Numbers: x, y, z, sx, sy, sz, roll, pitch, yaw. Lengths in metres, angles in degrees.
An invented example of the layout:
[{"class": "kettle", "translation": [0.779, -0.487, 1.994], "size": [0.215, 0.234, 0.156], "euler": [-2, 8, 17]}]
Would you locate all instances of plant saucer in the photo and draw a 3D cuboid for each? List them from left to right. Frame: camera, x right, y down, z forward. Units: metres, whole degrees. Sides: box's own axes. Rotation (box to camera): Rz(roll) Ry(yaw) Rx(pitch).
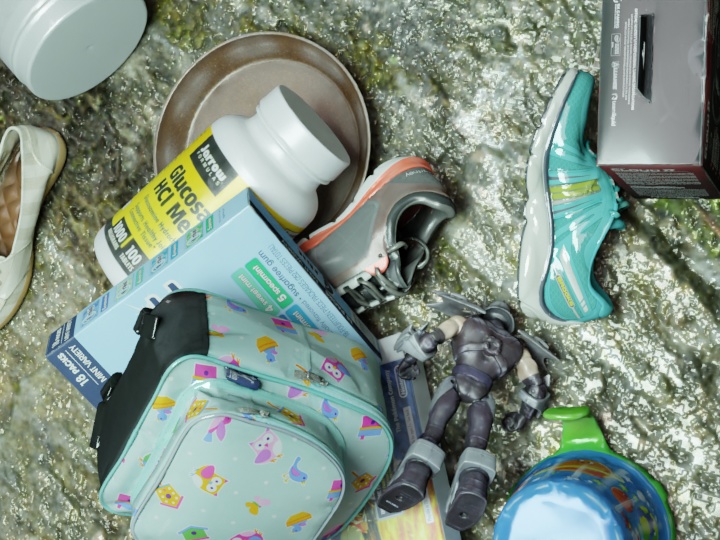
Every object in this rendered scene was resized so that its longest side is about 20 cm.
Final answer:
[{"class": "plant saucer", "translation": [-0.081, -0.102, 1.272], "size": [0.200, 0.034, 0.201], "euler": [-1, 86, 19]}]

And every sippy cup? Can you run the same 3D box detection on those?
[{"class": "sippy cup", "translation": [0.159, 0.201, 1.110], "size": [0.140, 0.130, 0.178], "euler": [-40, 75, 13]}]

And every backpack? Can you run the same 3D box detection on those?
[{"class": "backpack", "translation": [-0.076, 0.123, 1.089], "size": [0.176, 0.200, 0.153], "euler": [-60, 33, 29]}]

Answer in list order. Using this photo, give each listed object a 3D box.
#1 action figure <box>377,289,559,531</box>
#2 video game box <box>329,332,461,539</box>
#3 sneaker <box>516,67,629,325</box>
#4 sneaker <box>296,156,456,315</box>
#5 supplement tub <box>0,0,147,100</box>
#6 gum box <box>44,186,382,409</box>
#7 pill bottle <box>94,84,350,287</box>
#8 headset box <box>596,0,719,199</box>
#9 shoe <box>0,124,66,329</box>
[{"class": "action figure", "translation": [0.080, 0.098, 1.150], "size": [0.130, 0.069, 0.200], "euler": [22, 55, 2]}, {"class": "video game box", "translation": [-0.023, 0.170, 1.199], "size": [0.182, 0.047, 0.200], "euler": [-21, 64, 19]}, {"class": "sneaker", "translation": [0.170, -0.057, 1.164], "size": [0.079, 0.077, 0.201], "euler": [4, 97, 15]}, {"class": "sneaker", "translation": [0.000, 0.000, 1.199], "size": [0.200, 0.077, 0.082], "euler": [-53, 43, 8]}, {"class": "supplement tub", "translation": [-0.295, -0.263, 1.312], "size": [0.132, 0.132, 0.200], "euler": [-46, 73, 11]}, {"class": "gum box", "translation": [-0.113, 0.060, 1.165], "size": [0.200, 0.045, 0.170], "euler": [-37, 112, 9]}, {"class": "pill bottle", "translation": [-0.109, -0.052, 1.201], "size": [0.200, 0.112, 0.113], "euler": [-42, 74, 12]}, {"class": "headset box", "translation": [0.221, -0.137, 1.080], "size": [0.077, 0.200, 0.149], "euler": [1, 87, 19]}, {"class": "shoe", "translation": [-0.325, -0.037, 1.343], "size": [0.070, 0.053, 0.200], "euler": [19, 92, 20]}]
